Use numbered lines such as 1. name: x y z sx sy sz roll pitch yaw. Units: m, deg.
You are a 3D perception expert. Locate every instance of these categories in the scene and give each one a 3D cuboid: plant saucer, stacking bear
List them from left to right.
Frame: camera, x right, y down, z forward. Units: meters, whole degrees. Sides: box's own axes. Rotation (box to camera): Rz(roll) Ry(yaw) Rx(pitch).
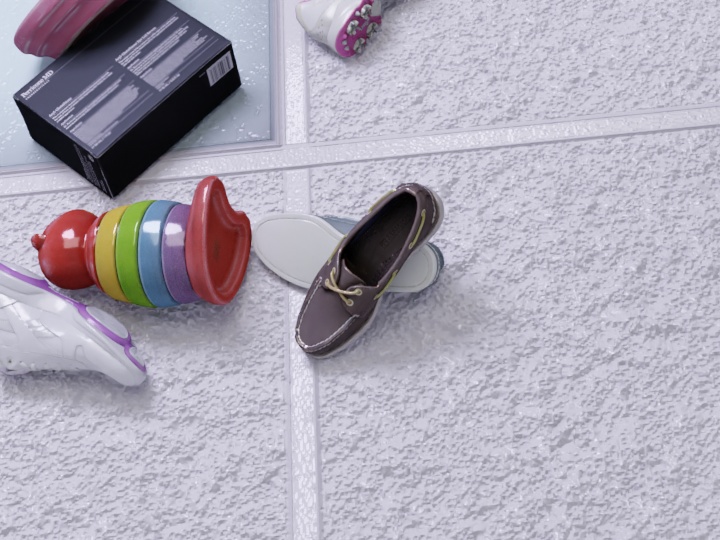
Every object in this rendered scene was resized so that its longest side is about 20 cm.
1. plant saucer: -0.290 -0.298 1.675 0.200 0.200 0.051 -44 96 -21
2. stacking bear: -0.224 -0.020 1.510 0.199 0.122 0.114 0 65 17

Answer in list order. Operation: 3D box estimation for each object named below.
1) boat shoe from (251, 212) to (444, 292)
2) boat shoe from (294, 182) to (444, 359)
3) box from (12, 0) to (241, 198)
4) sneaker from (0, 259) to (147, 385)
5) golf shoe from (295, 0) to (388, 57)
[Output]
1. boat shoe: -0.011 -0.018 1.519 0.199 0.073 0.062 9 14 21
2. boat shoe: 0.000 0.000 1.443 0.072 0.059 0.200 43 101 16
3. box: -0.249 -0.195 1.646 0.141 0.079 0.200 36 67 25
4. sneaker: -0.297 0.071 1.487 0.199 0.075 0.100 28 93 16
5. golf shoe: 0.005 -0.329 1.712 0.091 0.076 0.200 26 61 26
